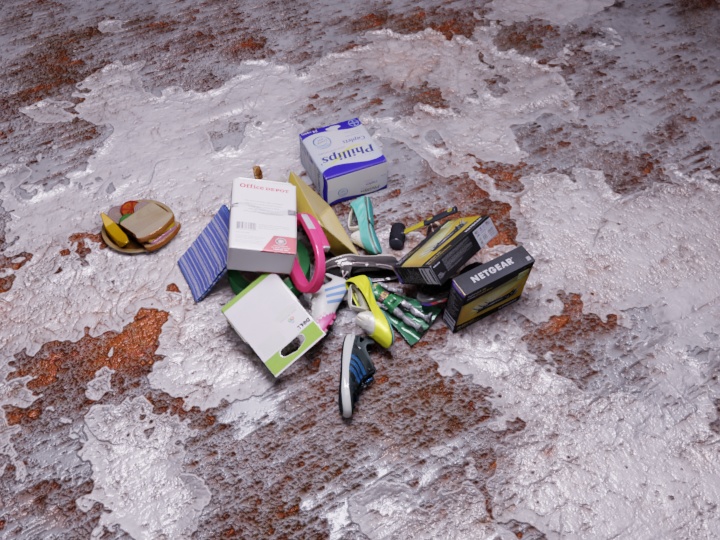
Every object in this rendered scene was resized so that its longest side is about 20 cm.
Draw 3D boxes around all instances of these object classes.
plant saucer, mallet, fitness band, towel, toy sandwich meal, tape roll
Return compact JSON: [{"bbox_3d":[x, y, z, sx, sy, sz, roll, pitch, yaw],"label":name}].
[{"bbox_3d":[-0.102,-0.124,1.745,0.048,0.200,0.201,-36,53,9],"label":"plant saucer"},{"bbox_3d":[0.151,-0.106,1.743,0.199,0.041,0.066,-18,42,39],"label":"mallet"},{"bbox_3d":[-0.127,-0.042,1.622,0.037,0.144,0.201,0,47,-32],"label":"fitness band"},{"bbox_3d":[-0.352,-0.042,1.667,0.200,0.024,0.145,-47,55,18],"label":"towel"},{"bbox_3d":[-0.558,-0.123,1.782,0.203,0.071,0.206,1,50,-1],"label":"toy sandwich meal"},{"bbox_3d":[-0.221,-0.006,1.710,0.199,0.048,0.201,1,50,-1],"label":"tape roll"}]

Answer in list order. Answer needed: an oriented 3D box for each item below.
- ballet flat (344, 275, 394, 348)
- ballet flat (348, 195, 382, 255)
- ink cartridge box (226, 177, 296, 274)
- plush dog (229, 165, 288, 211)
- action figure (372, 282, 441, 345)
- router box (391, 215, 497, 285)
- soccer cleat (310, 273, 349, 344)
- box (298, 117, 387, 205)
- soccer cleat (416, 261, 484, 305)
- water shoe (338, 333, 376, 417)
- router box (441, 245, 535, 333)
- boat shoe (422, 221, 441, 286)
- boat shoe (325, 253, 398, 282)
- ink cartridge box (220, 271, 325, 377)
[{"bbox_3d":[0.012,0.093,1.590,0.067,0.067,0.201,0,48,-27],"label":"ballet flat"},{"bbox_3d":[0.007,-0.104,1.798,0.070,0.067,0.201,-21,49,12],"label":"ballet flat"},{"bbox_3d":[-0.220,-0.100,1.580,0.146,0.083,0.201,6,53,-13],"label":"ink cartridge box"},{"bbox_3d":[-0.243,-0.156,1.740,0.198,0.162,0.172,-4,29,-6],"label":"plush dog"},{"bbox_3d":[0.074,0.077,1.650,0.199,0.055,0.118,30,58,27],"label":"action figure"},{"bbox_3d":[0.190,-0.046,1.607,0.200,0.052,0.157,-40,18,-24],"label":"router box"},{"bbox_3d":[-0.089,0.086,1.620,0.086,0.070,0.200,29,45,1],"label":"soccer cleat"},{"bbox_3d":[-0.048,-0.298,1.923,0.183,0.105,0.201,-19,54,-16],"label":"box"},{"bbox_3d":[0.218,0.048,1.648,0.199,0.074,0.068,-24,38,-25],"label":"soccer cleat"},{"bbox_3d":[-0.004,0.220,1.513,0.078,0.072,0.201,6,50,-4],"label":"water shoe"},{"bbox_3d":[0.289,0.044,1.611,0.199,0.158,0.052,-25,59,-20],"label":"router box"},{"bbox_3d":[0.167,-0.040,1.732,0.071,0.072,0.201,8,56,-10],"label":"boat shoe"},{"bbox_3d":[0.000,0.000,1.700,0.198,0.067,0.057,-7,44,-12],"label":"boat shoe"},{"bbox_3d":[-0.187,0.121,1.563,0.148,0.076,0.200,-40,73,-7],"label":"ink cartridge box"}]
